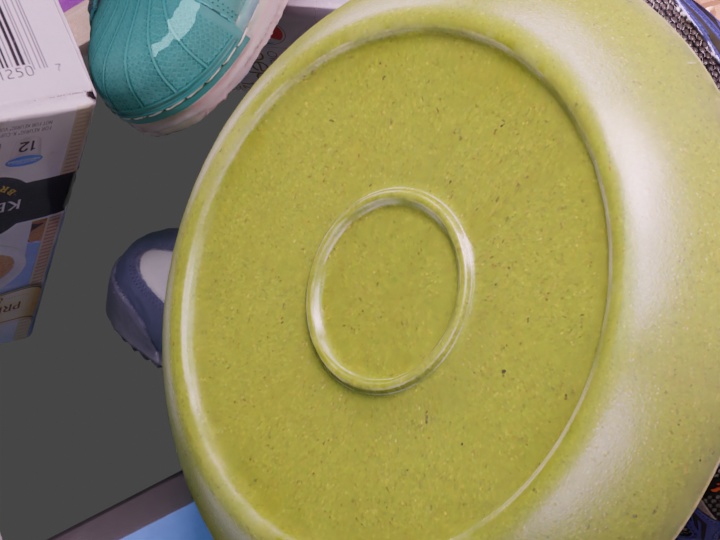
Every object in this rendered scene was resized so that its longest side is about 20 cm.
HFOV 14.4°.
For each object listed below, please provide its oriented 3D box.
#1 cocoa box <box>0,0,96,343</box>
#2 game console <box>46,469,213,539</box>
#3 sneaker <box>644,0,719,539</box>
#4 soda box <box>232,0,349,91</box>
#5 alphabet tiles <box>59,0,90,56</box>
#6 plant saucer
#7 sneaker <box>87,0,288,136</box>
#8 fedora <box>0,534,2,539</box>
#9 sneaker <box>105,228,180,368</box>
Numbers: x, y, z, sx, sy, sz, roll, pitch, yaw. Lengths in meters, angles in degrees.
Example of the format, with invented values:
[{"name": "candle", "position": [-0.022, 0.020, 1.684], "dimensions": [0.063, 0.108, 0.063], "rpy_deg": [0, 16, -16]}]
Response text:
[{"name": "cocoa box", "position": [-0.202, -0.047, 0.875], "dimensions": [0.199, 0.131, 0.134], "rpy_deg": [-11, 58, -25]}, {"name": "game console", "position": [-0.015, 0.107, 0.813], "dimensions": [0.199, 0.176, 0.117], "rpy_deg": [-28, 90, -3]}, {"name": "sneaker", "position": [0.102, -0.006, 0.862], "dimensions": [0.075, 0.079, 0.201], "rpy_deg": [-12, 62, 4]}, {"name": "soda box", "position": [-0.002, -0.159, 0.968], "dimensions": [0.068, 0.064, 0.201], "rpy_deg": [6, 66, 14]}, {"name": "alphabet tiles", "position": [-0.063, -0.165, 0.954], "dimensions": [0.199, 0.015, 0.197], "rpy_deg": [-27, 50, 31]}, {"name": "plant saucer", "position": [0.015, 0.008, 0.774], "dimensions": [0.199, 0.031, 0.201], "rpy_deg": [-10, 73, 36]}, {"name": "sneaker", "position": [-0.057, -0.143, 0.862], "dimensions": [0.071, 0.080, 0.201], "rpy_deg": [-6, 63, 42]}, {"name": "fedora", "position": [-0.211, 0.111, 0.844], "dimensions": [0.200, 0.090, 0.177], "rpy_deg": [-45, 57, -3]}, {"name": "sneaker", "position": [0.000, 0.000, 0.851], "dimensions": [0.199, 0.083, 0.070], "rpy_deg": [15, 30, 38]}]
